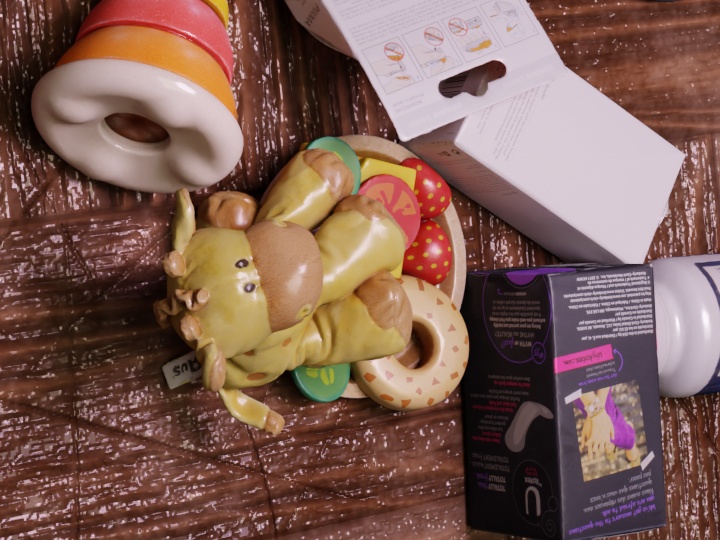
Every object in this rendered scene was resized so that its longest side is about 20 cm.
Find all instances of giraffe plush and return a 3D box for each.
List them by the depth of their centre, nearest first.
[{"bbox_3d":[-0.073,0.009,1.490,0.200,0.162,0.173,-42,75,3],"label":"giraffe plush"}]

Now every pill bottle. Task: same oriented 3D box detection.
[{"bbox_3d":[0.276,0.043,1.777,0.199,0.111,0.112,-4,93,-32],"label":"pill bottle"}]

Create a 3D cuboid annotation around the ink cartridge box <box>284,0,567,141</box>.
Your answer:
[{"bbox_3d":[0.036,-0.194,1.618,0.161,0.050,0.201,-23,79,-30],"label":"ink cartridge box"}]

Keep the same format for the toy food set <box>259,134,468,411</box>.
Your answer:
[{"bbox_3d":[0.000,0.000,1.639,0.197,0.049,0.202,11,85,-32],"label":"toy food set"}]

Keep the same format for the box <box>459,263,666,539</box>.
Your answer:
[{"bbox_3d":[0.153,0.097,1.692,0.105,0.122,0.202,-4,93,-33],"label":"box"}]

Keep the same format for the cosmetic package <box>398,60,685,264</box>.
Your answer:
[{"bbox_3d":[0.141,-0.090,1.707,0.199,0.085,0.108,34,72,-28],"label":"cosmetic package"}]

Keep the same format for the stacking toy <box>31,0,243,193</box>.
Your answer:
[{"bbox_3d":[-0.135,-0.167,1.529,0.146,0.146,0.201,29,56,-29],"label":"stacking toy"}]

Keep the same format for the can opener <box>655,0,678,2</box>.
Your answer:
[{"bbox_3d":[0.196,-0.258,1.760,0.199,0.053,0.068,6,86,-31],"label":"can opener"}]
